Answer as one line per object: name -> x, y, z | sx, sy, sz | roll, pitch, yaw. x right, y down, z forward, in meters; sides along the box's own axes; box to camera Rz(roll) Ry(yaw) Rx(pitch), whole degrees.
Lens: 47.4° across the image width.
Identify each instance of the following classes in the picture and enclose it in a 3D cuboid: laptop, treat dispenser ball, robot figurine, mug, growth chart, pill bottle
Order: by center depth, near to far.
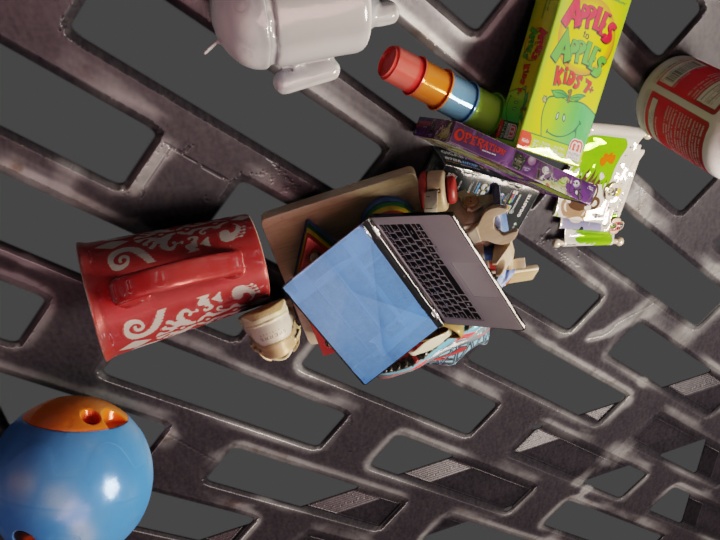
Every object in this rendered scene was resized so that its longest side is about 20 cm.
robot figurine -> -0.063, -0.262, 0.804 | 0.196, 0.113, 0.173 | -13, 114, -13
mug -> -0.205, 0.020, 0.928 | 0.196, 0.178, 0.136 | -15, 118, -17
laptop -> 0.051, 0.041, 0.940 | 0.188, 0.198, 0.117 | 51, 59, -32
pill bottle -> 0.443, -0.182, 1.015 | 0.110, 0.201, 0.114 | -11, 125, -17
treat dispenser ball -> -0.359, 0.258, 1.020 | 0.197, 0.202, 0.204 | -11, 129, -14
growth chart -> 0.330, -0.115, 1.146 | 0.142, 0.018, 0.203 | -7, 126, -19

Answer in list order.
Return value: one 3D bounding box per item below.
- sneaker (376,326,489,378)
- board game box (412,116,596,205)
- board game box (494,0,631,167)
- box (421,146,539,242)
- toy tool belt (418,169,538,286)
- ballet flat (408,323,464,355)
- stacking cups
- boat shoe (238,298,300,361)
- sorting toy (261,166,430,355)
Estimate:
sneaker -> 0.107, 0.116, 1.189 | 0.197, 0.080, 0.096 | -25, 133, -3
board game box -> 0.169, -0.131, 0.972 | 0.197, 0.120, 0.033 | 20, 92, -20
board game box -> 0.235, -0.233, 0.953 | 0.100, 0.048, 0.204 | 10, 101, -28
box -> 0.126, -0.050, 1.090 | 0.156, 0.046, 0.202 | 9, 121, -28
toy tool belt -> 0.145, -0.048, 0.977 | 0.120, 0.127, 0.202 | -5, 141, 14
ballet flat -> 0.048, 0.089, 1.119 | 0.196, 0.064, 0.069 | -19, 148, 14
stacking cups -> 0.111, -0.206, 0.958 | 0.198, 0.061, 0.061 | 22, 115, -33
boat shoe -> -0.108, 0.077, 1.001 | 0.072, 0.200, 0.070 | -21, 89, -3
sorting toy -> 0.000, 0.000, 1.019 | 0.196, 0.070, 0.201 | -17, 122, 5
